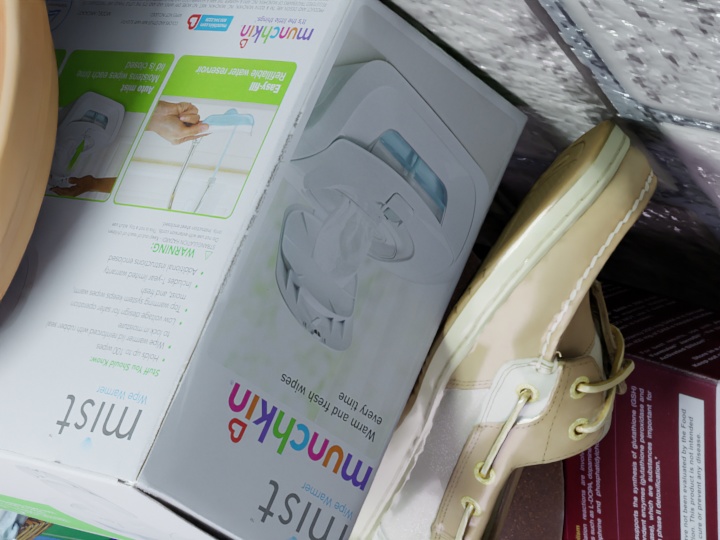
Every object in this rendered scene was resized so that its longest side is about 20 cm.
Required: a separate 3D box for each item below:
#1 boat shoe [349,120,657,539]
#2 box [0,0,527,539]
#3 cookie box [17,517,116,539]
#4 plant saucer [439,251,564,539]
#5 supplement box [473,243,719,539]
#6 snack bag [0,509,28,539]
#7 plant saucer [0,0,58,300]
[{"bbox_3d":[0.056,0.034,1.001,0.066,0.074,0.200,33,132,2],"label":"boat shoe"},{"bbox_3d":[-0.071,-0.002,1.003,0.097,0.177,0.200,33,163,-38],"label":"box"},{"bbox_3d":[-0.094,0.133,1.377,0.200,0.171,0.075,5,116,42],"label":"cookie box"},{"bbox_3d":[-0.006,0.059,1.129,0.034,0.201,0.200,-22,-160,-38],"label":"plant saucer"},{"bbox_3d":[0.083,0.062,1.101,0.061,0.109,0.200,-20,-155,-39],"label":"supplement box"},{"bbox_3d":[-0.170,0.005,1.157,0.200,0.189,0.021,21,154,23],"label":"snack bag"},{"bbox_3d":[-0.162,-0.030,0.998,0.037,0.200,0.200,21,171,-37],"label":"plant saucer"}]
